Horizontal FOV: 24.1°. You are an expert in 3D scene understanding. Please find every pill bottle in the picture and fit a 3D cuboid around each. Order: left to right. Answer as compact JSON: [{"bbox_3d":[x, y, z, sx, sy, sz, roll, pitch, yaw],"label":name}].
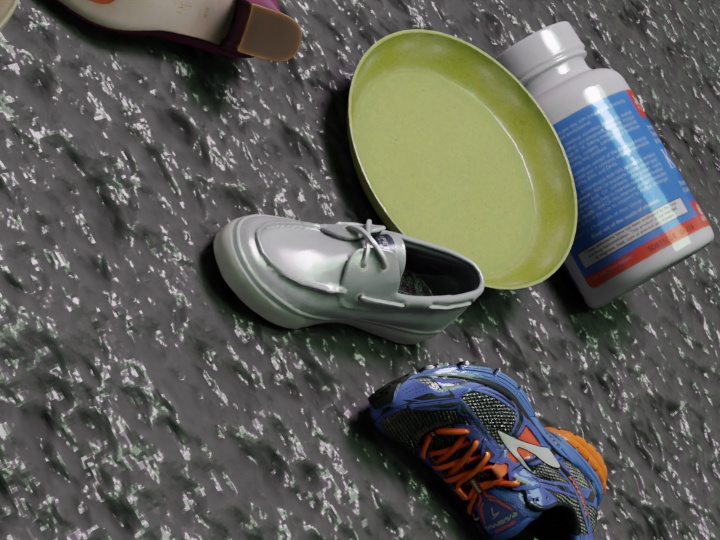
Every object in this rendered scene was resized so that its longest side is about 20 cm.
[{"bbox_3d":[0.173,-0.082,1.279,0.112,0.112,0.201,-20,79,-58],"label":"pill bottle"}]

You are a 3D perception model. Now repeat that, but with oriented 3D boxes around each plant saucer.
[{"bbox_3d":[0.066,-0.073,1.170,0.199,0.031,0.201,20,53,-30],"label":"plant saucer"}]

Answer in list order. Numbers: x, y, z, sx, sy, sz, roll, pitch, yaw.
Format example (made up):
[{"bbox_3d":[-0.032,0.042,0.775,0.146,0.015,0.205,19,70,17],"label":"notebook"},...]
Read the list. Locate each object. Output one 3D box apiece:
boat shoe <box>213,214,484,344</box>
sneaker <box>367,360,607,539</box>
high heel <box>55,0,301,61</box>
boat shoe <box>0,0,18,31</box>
[{"bbox_3d":[0.000,0.000,1.011,0.199,0.068,0.072,21,46,-44],"label":"boat shoe"},{"bbox_3d":[0.083,0.119,1.019,0.200,0.075,0.079,32,43,-32],"label":"sneaker"},{"bbox_3d":[-0.135,-0.175,1.022,0.199,0.068,0.096,24,6,-30],"label":"high heel"},{"bbox_3d":[-0.194,-0.192,0.885,0.072,0.065,0.201,28,53,-9],"label":"boat shoe"}]
